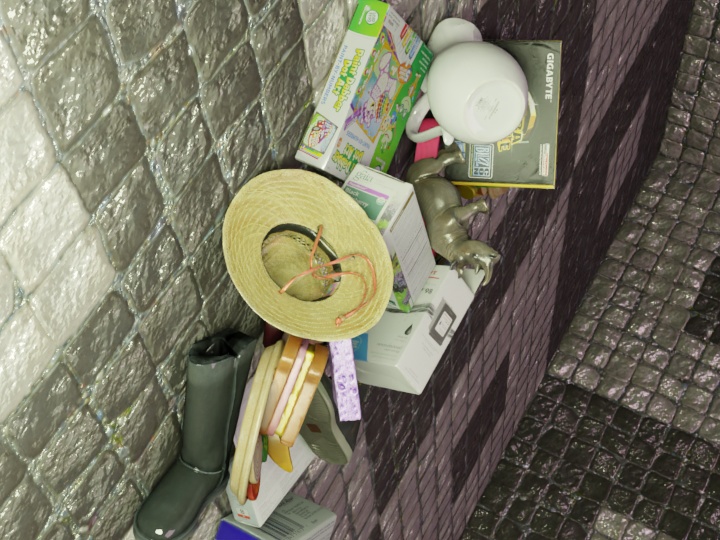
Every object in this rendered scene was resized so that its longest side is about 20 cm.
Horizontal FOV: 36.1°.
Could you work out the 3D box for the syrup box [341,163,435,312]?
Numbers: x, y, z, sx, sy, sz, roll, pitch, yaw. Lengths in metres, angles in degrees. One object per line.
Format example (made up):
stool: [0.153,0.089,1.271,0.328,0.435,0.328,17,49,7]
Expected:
syrup box: [0.029,-0.036,1.346,0.082,0.078,0.200,-60,156,-18]

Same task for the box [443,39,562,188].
box: [0.196,-0.218,1.531,0.049,0.159,0.201,-44,136,-73]

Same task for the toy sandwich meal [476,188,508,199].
toy sandwich meal: [0.215,-0.208,1.827,0.205,0.070,0.207,11,90,-73]

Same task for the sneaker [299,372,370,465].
sneaker: [-0.046,0.158,1.445,0.201,0.074,0.107,72,32,-48]

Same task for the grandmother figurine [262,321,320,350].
grandmother figurine: [-0.083,0.048,1.312,0.200,0.060,0.122,55,47,-70]

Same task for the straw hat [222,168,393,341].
straw hat: [-0.071,-0.001,1.187,0.201,0.201,0.085,-54,-169,-34]

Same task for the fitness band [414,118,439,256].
fitness band: [0.094,-0.114,1.556,0.144,0.037,0.201,49,46,-74]

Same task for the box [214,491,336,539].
box: [-0.138,0.424,1.518,0.184,0.104,0.201,-9,119,-68]

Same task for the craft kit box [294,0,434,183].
craft kit box: [0.010,-0.199,1.310,0.198,0.048,0.200,-66,161,3]

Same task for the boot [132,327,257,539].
boot: [-0.178,0.178,1.187,0.165,0.065,0.201,-50,159,-61]

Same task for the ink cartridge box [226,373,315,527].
ink cartridge box: [-0.126,0.204,1.426,0.162,0.050,0.201,-49,135,-43]

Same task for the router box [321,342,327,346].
router box: [0.000,0.000,1.488,0.200,0.051,0.150,-57,157,-28]

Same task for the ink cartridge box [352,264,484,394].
ink cartridge box: [0.068,0.056,1.456,0.067,0.115,0.201,49,61,-36]

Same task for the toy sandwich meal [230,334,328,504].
toy sandwich meal: [-0.089,0.166,1.234,0.205,0.070,0.206,-166,-90,-90]

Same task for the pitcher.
pitcher: [0.126,-0.217,1.415,0.172,0.121,0.200,-62,-155,19]

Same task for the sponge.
sponge: [-0.028,0.068,1.297,0.112,0.030,0.201,-121,-156,-82]

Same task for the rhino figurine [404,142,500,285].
rhino figurine: [0.119,-0.066,1.400,0.087,0.201,0.060,-25,157,7]

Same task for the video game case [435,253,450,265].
video game case: [0.091,0.025,1.591,0.143,0.018,0.201,-45,-154,34]

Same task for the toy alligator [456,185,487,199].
toy alligator: [0.167,-0.144,1.626,0.054,0.199,0.059,55,52,-30]
